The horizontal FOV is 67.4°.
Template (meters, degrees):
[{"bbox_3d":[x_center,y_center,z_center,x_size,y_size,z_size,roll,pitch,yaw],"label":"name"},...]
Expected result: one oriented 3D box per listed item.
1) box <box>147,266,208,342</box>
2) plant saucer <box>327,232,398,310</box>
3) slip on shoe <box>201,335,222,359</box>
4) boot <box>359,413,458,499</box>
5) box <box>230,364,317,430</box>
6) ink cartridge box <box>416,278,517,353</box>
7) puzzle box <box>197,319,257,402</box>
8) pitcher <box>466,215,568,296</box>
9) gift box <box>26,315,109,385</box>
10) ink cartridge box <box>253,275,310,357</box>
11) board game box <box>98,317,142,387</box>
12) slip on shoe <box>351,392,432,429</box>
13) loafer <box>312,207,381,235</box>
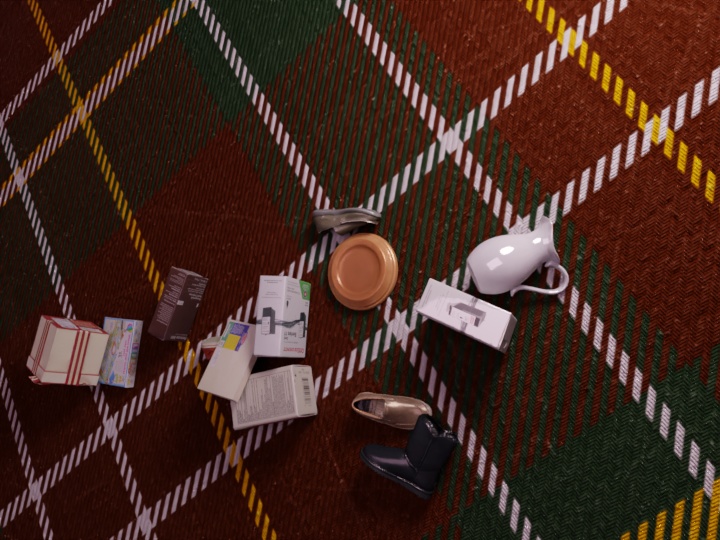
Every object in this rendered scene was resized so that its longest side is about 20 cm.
[{"bbox_3d":[-0.530,0.100,1.576,0.074,0.100,0.204,21,90,24],"label":"box"},{"bbox_3d":[0.000,0.000,1.399,0.196,0.037,0.205,-4,79,22],"label":"plant saucer"},{"bbox_3d":[-0.354,0.218,1.503,0.196,0.074,0.063,-5,103,21],"label":"slip on shoe"},{"bbox_3d":[0.112,0.404,1.250,0.197,0.076,0.171,25,99,18],"label":"boot"},{"bbox_3d":[-0.226,0.328,1.400,0.196,0.109,0.131,-16,74,20],"label":"box"},{"bbox_3d":[0.243,0.103,1.216,0.197,0.146,0.084,24,88,24],"label":"ink cartridge box"},{"bbox_3d":[-0.331,0.231,1.411,0.131,0.025,0.203,7,63,32],"label":"puzzle box"},{"bbox_3d":[0.353,-0.004,1.213,0.197,0.121,0.175,-24,88,6],"label":"pitcher"},{"bbox_3d":[-0.890,0.257,1.634,0.198,0.182,0.191,15,89,48],"label":"gift box"},{"bbox_3d":[-0.201,0.124,1.405,0.081,0.146,0.205,1,82,22],"label":"ink cartridge box"},{"bbox_3d":[-0.752,0.253,1.681,0.132,0.034,0.205,3,82,24],"label":"board game box"},{"bbox_3d":[0.072,0.334,1.297,0.196,0.060,0.078,9,85,24],"label":"slip on shoe"},{"bbox_3d":[-0.035,-0.127,1.424,0.196,0.075,0.071,1,93,28],"label":"loafer"}]
